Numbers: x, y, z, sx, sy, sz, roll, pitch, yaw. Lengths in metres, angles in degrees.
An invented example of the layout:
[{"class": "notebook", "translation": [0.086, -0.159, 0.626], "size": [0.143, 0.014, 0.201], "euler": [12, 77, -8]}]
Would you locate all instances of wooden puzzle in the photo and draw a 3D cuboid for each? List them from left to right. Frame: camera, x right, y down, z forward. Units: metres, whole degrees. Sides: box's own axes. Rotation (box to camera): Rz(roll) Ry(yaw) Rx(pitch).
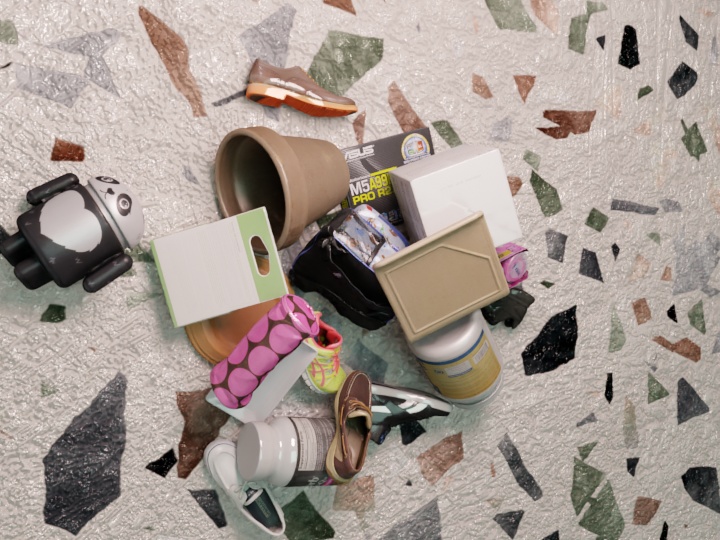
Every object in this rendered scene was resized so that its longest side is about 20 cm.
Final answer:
[{"class": "wooden puzzle", "translation": [0.129, 0.011, 1.071], "size": [0.184, 0.037, 0.201], "euler": [-26, 132, 2]}]

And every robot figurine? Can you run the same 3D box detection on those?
[{"class": "robot figurine", "translation": [-0.416, -0.055, 1.001], "size": [0.199, 0.125, 0.151], "euler": [-34, 119, -19]}]

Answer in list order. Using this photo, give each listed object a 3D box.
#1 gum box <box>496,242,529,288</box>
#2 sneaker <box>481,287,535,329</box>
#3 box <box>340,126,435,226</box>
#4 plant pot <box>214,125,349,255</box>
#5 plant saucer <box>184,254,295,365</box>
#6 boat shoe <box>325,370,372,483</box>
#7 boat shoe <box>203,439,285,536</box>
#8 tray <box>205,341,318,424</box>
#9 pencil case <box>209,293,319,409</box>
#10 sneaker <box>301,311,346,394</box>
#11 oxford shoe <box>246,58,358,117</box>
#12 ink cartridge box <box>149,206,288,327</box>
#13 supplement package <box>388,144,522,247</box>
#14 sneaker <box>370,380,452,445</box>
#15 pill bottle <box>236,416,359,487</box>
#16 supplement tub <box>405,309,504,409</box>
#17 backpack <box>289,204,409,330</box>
[{"class": "gum box", "translation": [0.197, 0.003, 1.221], "size": [0.199, 0.113, 0.067], "euler": [-25, 121, -28]}, {"class": "sneaker", "translation": [0.259, 0.058, 1.364], "size": [0.199, 0.076, 0.091], "euler": [24, 90, -22]}, {"class": "box", "translation": [0.053, -0.164, 1.262], "size": [0.199, 0.044, 0.162], "euler": [-19, 102, -23]}, {"class": "plant pot", "translation": [-0.113, -0.143, 1.120], "size": [0.174, 0.199, 0.202], "euler": [-20, 102, -40]}, {"class": "plant saucer", "translation": [-0.199, 0.072, 1.163], "size": [0.199, 0.037, 0.202], "euler": [-1, 93, -25]}, {"class": "boat shoe", "translation": [-0.005, 0.253, 1.149], "size": [0.072, 0.072, 0.201], "euler": [31, 48, -18]}, {"class": "boat shoe", "translation": [-0.190, 0.372, 1.170], "size": [0.074, 0.065, 0.200], "euler": [-43, 109, -16]}, {"class": "tray", "translation": [-0.165, 0.171, 1.141], "size": [0.107, 0.022, 0.200], "euler": [34, 113, -11]}, {"class": "pencil case", "translation": [-0.146, 0.124, 1.061], "size": [0.200, 0.091, 0.093], "euler": [-43, 151, 21]}, {"class": "sneaker", "translation": [-0.064, 0.143, 1.175], "size": [0.079, 0.090, 0.200], "euler": [-83, 150, -44]}, {"class": "oxford shoe", "translation": [-0.093, -0.312, 1.171], "size": [0.199, 0.071, 0.074], "euler": [8, 85, -25]}, {"class": "ink cartridge box", "translation": [-0.219, -0.005, 1.079], "size": [0.198, 0.048, 0.147], "euler": [-16, 91, 8]}, {"class": "supplement package", "translation": [0.154, -0.116, 1.160], "size": [0.151, 0.200, 0.152], "euler": [-20, 104, -3]}, {"class": "sneaker", "translation": [0.070, 0.278, 1.290], "size": [0.198, 0.073, 0.113], "euler": [15, 90, -15]}, {"class": "pill bottle", "translation": [-0.102, 0.309, 1.170], "size": [0.199, 0.116, 0.117], "euler": [10, 89, -32]}, {"class": "supplement tub", "translation": [0.181, 0.153, 1.267], "size": [0.145, 0.144, 0.201], "euler": [-46, 132, -16]}, {"class": "backpack", "translation": [0.000, 0.000, 1.158], "size": [0.191, 0.200, 0.154], "euler": [47, 60, -2]}]
